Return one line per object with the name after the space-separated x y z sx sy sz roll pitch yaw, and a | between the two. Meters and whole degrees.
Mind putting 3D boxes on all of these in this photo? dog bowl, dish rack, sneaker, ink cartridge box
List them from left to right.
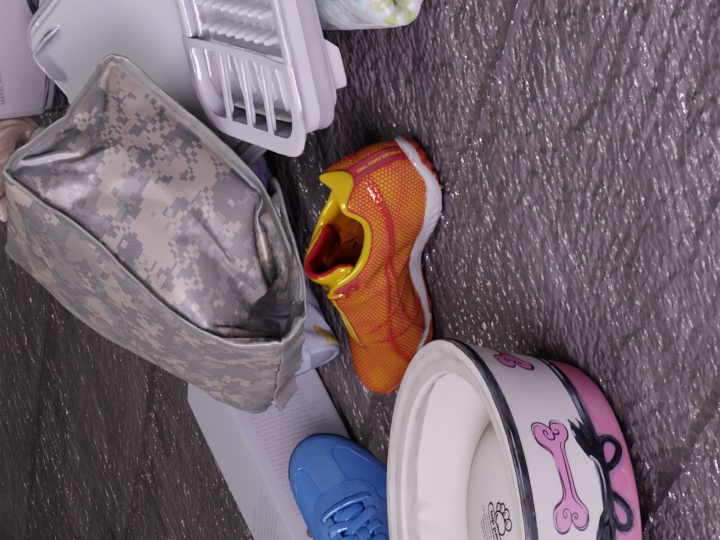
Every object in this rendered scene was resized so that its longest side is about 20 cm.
-0.213 -0.150 1.923 0.145 0.199 0.085 -171 73 -71 | ink cartridge box
-0.122 -0.131 1.736 0.172 0.044 0.200 48 142 0 | dish rack
-0.064 -0.170 1.564 0.172 0.043 0.201 24 130 66 | dish rack
0.000 0.000 1.641 0.073 0.077 0.200 55 158 38 | sneaker
0.013 0.176 1.750 0.200 0.066 0.078 58 -177 25 | sneaker
0.080 0.133 1.471 0.200 0.073 0.201 177 90 -71 | dog bowl

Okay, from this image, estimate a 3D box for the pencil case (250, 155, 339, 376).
-0.081 -0.019 1.865 0.091 0.083 0.201 -32 76 58 | pencil case

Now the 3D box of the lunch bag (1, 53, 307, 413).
-0.106 -0.008 1.675 0.200 0.118 0.164 41 163 7 | lunch bag

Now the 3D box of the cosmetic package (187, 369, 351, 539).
-0.050 0.128 1.939 0.102 0.074 0.200 98 151 -55 | cosmetic package

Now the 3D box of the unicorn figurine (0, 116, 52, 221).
-0.166 -0.048 1.928 0.074 0.200 0.138 -36 30 44 | unicorn figurine

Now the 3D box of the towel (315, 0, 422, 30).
-0.033 -0.229 1.556 0.171 0.048 0.201 -165 58 -71 | towel
